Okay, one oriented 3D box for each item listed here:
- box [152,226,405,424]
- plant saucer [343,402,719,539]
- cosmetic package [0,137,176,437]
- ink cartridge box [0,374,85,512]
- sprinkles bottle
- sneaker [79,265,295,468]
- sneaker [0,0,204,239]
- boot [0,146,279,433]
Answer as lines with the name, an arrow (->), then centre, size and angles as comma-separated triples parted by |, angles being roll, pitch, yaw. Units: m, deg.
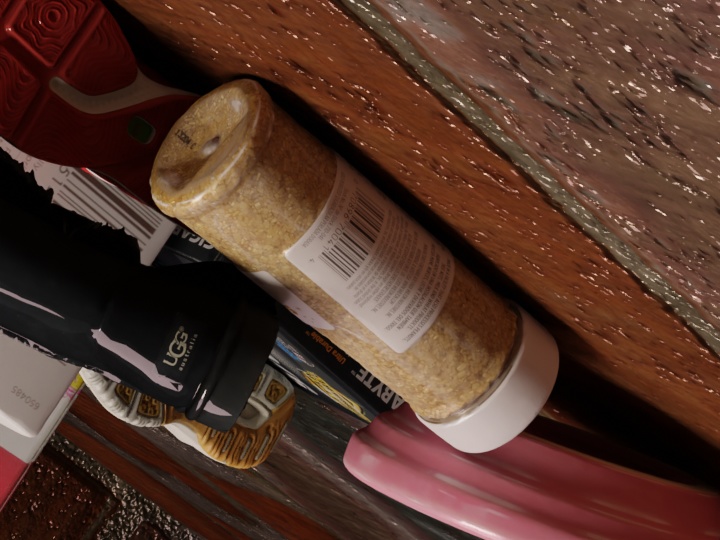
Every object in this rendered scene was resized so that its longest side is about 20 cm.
box -> -0.057, 0.009, 1.533 | 0.159, 0.046, 0.200 | 24, 167, 46
plant saucer -> 0.092, 0.102, 1.369 | 0.200, 0.051, 0.201 | 20, -178, -1
cosmetic package -> -0.218, -0.048, 1.431 | 0.200, 0.165, 0.165 | 20, 163, 50
ink cartridge box -> -0.215, 0.023, 1.654 | 0.145, 0.200, 0.083 | 34, 177, -4
sprinkles bottle -> 0.000, 0.000, 1.247 | 0.200, 0.068, 0.068 | 40, 168, -31
sneaker -> -0.119, 0.044, 1.545 | 0.087, 0.076, 0.200 | 27, 168, 38
sneaker -> -0.137, -0.079, 1.283 | 0.200, 0.079, 0.115 | 40, 167, -27
boot -> -0.123, 0.002, 1.271 | 0.168, 0.077, 0.200 | 28, -178, -6
